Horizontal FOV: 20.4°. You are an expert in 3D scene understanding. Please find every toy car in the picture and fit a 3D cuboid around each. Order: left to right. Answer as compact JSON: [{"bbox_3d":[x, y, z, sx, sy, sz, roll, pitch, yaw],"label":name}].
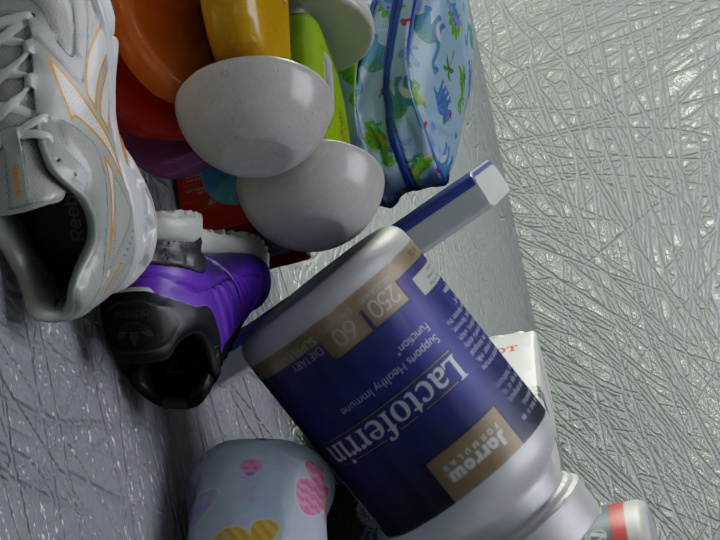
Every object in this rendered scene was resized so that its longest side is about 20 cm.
[{"bbox_3d":[-0.076,-0.106,1.119,0.200,0.150,0.175,54,27,-55],"label":"toy car"}]

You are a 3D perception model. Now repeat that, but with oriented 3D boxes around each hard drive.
[{"bbox_3d":[0.000,0.000,1.255,0.025,0.200,0.132,56,11,-1],"label":"hard drive"}]

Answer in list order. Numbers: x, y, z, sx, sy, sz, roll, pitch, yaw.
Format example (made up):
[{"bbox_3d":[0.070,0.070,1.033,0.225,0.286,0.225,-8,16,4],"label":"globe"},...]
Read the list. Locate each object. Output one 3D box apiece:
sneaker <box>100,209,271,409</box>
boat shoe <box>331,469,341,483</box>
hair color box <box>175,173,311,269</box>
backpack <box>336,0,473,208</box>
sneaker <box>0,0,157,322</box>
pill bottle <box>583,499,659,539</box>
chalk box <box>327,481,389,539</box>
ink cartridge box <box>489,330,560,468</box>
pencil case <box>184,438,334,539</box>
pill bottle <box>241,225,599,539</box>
[{"bbox_3d":[-0.098,0.027,1.084,0.200,0.070,0.100,24,62,-75],"label":"sneaker"},{"bbox_3d":[0.017,0.138,1.524,0.200,0.069,0.074,59,20,-59],"label":"boat shoe"},{"bbox_3d":[-0.087,-0.107,1.308,0.102,0.061,0.200,49,30,-68],"label":"hair color box"},{"bbox_3d":[0.007,-0.135,1.284,0.200,0.154,0.163,-59,154,-29],"label":"backpack"},{"bbox_3d":[-0.147,-0.070,0.910,0.092,0.076,0.200,-66,141,-66],"label":"sneaker"},{"bbox_3d":[0.111,0.235,1.365,0.120,0.200,0.120,-15,90,-81],"label":"pill bottle"},{"bbox_3d":[0.049,0.221,1.230,0.200,0.125,0.124,70,15,14],"label":"chalk box"},{"bbox_3d":[0.093,0.155,1.699,0.200,0.145,0.084,-90,164,-53],"label":"ink cartridge box"},{"bbox_3d":[-0.056,0.179,1.044,0.200,0.083,0.091,-90,-178,-54],"label":"pencil case"},{"bbox_3d":[0.036,0.084,1.117,0.200,0.116,0.116,51,13,-4],"label":"pill bottle"}]
